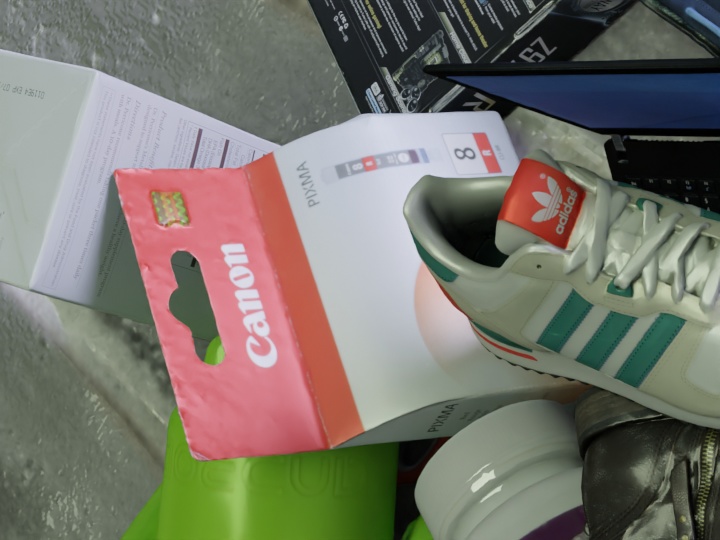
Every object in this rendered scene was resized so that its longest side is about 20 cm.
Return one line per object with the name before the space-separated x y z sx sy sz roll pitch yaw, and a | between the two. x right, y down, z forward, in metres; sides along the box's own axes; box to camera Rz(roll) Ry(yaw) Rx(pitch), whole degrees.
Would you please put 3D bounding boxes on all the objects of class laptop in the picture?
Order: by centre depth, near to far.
laptop | 0.145 -0.007 0.676 0.177 0.103 0.201 7 122 46

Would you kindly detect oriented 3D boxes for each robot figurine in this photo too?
robot figurine | -0.041 0.132 0.848 0.174 0.116 0.202 3 90 21

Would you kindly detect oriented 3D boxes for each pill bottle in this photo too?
pill bottle | 0.103 0.156 0.735 0.112 0.112 0.201 -47 53 21

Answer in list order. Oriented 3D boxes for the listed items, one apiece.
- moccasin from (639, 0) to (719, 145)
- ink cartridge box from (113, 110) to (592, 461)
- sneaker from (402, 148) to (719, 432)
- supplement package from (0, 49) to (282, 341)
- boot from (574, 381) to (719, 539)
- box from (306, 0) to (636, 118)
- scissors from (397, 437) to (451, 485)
moccasin | 0.181 -0.079 0.761 0.068 0.080 0.201 -33 46 10
ink cartridge box | 0.000 0.000 0.811 0.050 0.199 0.163 -55 46 47
sneaker | 0.097 0.001 0.647 0.199 0.093 0.071 11 67 46
supplement package | -0.113 -0.030 0.910 0.113 0.199 0.110 16 88 42
boot | 0.156 0.117 0.634 0.199 0.069 0.175 -15 52 30
box | 0.043 -0.176 0.922 0.160 0.043 0.201 -41 55 25
scissors | -0.006 0.127 0.900 0.073 0.014 0.201 32 98 39
